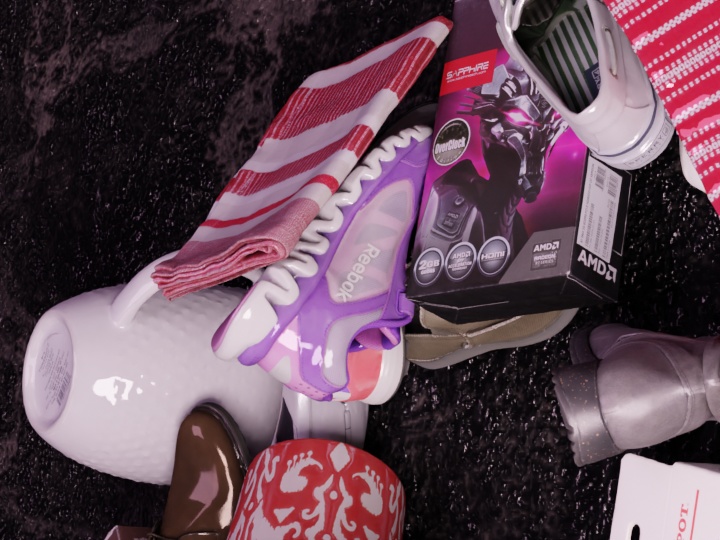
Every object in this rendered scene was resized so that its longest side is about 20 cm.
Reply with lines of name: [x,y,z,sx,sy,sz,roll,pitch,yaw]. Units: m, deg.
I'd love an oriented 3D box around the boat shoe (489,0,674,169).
boat shoe: [0.111,-0.143,1.124,0.074,0.067,0.200,-43,47,15]

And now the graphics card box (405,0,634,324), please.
graphics card box: [0.099,-0.074,1.186,0.125,0.051,0.201,-8,65,43]

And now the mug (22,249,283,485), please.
mug: [-0.136,0.061,1.467,0.201,0.174,0.148,-59,40,32]

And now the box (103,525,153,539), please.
box: [-0.127,0.287,1.481,0.075,0.100,0.201,-54,41,37]

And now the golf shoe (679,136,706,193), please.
golf shoe: [0.187,-0.141,1.083,0.072,0.092,0.202,11,95,56]

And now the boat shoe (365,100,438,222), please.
boat shoe: [0.007,-0.053,1.376,0.200,0.069,0.067,-60,40,43]

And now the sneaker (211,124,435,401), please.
sneaker: [0.000,0.000,1.207,0.200,0.088,0.081,-52,1,-30]

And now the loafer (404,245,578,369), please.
loafer: [0.066,0.014,1.259,0.200,0.069,0.076,-34,56,50]

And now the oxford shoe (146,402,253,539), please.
oxford shoe: [-0.114,0.191,1.389,0.072,0.084,0.202,4,93,43]

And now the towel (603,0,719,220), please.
towel: [0.208,-0.089,1.016,0.144,0.022,0.201,-27,90,46]

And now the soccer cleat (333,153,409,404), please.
soccer cleat: [-0.025,-0.011,1.279,0.068,0.073,0.201,-48,46,48]

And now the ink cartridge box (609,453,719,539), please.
ink cartridge box: [0.208,0.162,1.011,0.200,0.067,0.118,12,96,57]

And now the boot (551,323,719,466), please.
boot: [0.177,0.054,1.067,0.131,0.200,0.070,-17,96,12]

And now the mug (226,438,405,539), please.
mug: [-0.051,0.225,1.296,0.177,0.133,0.201,-35,31,41]

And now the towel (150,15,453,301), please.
towel: [-0.035,-0.069,1.232,0.144,0.023,0.200,-19,31,53]

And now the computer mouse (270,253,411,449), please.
computer mouse: [-0.017,0.086,1.371,0.044,0.109,0.201,28,122,34]
